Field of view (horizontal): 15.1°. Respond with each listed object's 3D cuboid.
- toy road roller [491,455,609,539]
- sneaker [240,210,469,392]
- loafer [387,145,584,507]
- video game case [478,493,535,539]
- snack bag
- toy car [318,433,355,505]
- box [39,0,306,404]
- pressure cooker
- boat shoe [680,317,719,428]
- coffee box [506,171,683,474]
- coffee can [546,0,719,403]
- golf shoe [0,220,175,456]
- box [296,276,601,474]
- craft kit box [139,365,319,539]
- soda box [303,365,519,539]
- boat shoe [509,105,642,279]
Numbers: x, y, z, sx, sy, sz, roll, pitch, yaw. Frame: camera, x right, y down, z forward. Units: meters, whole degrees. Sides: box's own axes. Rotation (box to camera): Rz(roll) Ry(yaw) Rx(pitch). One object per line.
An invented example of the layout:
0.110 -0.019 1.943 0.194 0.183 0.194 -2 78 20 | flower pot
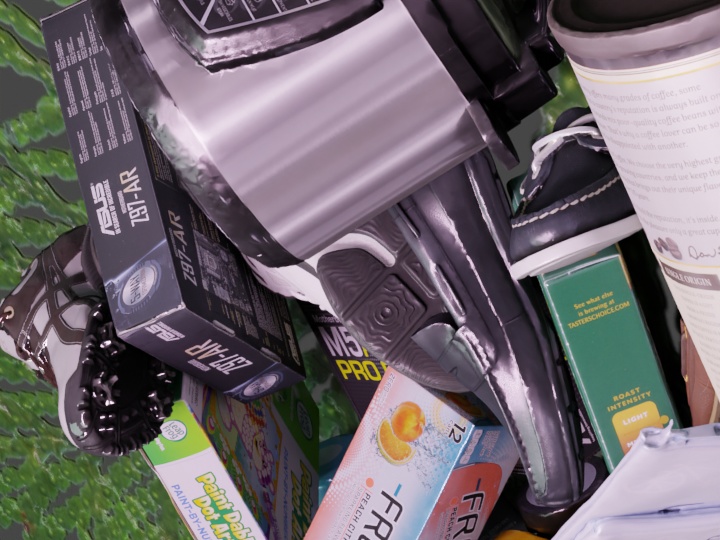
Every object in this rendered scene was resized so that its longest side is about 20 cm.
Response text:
0.135 0.200 1.481 0.200 0.146 0.123 12 133 53 | toy road roller
0.000 0.000 1.478 0.200 0.076 0.115 40 172 14 | sneaker
0.061 0.028 1.381 0.068 0.070 0.201 -35 -75 -85 | loafer
0.080 0.203 1.590 0.200 0.143 0.019 51 126 6 | video game case
0.190 0.112 1.261 0.200 0.188 0.021 118 148 -61 | snack bag
-0.018 0.237 1.702 0.185 0.200 0.177 63 161 -18 | toy car
-0.103 -0.039 1.526 0.160 0.043 0.200 33 -143 -62 | box
-0.006 -0.120 1.286 0.176 0.200 0.179 56 -172 -19 | pressure cooker
0.190 0.043 1.307 0.200 0.072 0.068 77 180 -52 | boat shoe
0.131 0.055 1.367 0.123 0.044 0.200 -101 -11 -65 | coffee box
0.181 -0.045 1.111 0.146 0.146 0.200 8 129 56 | coffee can
-0.155 0.045 1.493 0.078 0.094 0.200 59 -163 -28 | golf shoe
0.042 0.036 1.552 0.200 0.044 0.160 0 122 59 | box
-0.080 0.086 1.620 0.200 0.048 0.198 -91 -18 -51 | craft kit box
0.015 0.151 1.489 0.068 0.064 0.200 36 109 31 | soda box
0.103 -0.044 1.215 0.076 0.200 0.060 -21 95 18 | boat shoe
